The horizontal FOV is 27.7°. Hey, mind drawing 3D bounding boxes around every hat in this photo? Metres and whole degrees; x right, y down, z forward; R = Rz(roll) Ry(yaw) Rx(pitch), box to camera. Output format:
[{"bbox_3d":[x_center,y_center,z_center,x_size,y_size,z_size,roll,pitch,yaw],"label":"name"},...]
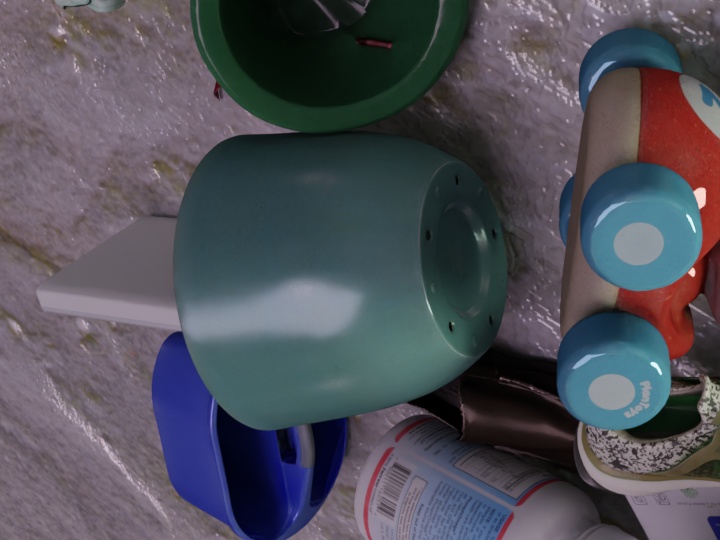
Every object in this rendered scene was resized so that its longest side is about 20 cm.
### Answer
[{"bbox_3d":[-0.032,-0.193,0.980,0.198,0.176,0.167,-13,111,5],"label":"hat"}]

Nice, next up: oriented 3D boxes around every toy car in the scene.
[{"bbox_3d":[0.213,-0.020,0.805,0.197,0.185,0.178,6,125,4],"label":"toy car"}]

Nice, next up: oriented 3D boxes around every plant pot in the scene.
[{"bbox_3d":[0.000,0.000,0.957,0.159,0.201,0.202,-6,113,31],"label":"plant pot"}]

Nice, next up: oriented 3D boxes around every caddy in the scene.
[{"bbox_3d":[-0.076,0.115,1.134,0.104,0.141,0.202,18,128,38],"label":"caddy"}]

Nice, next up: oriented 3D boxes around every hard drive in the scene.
[{"bbox_3d":[-0.135,0.001,1.114,0.198,0.132,0.027,6,121,38],"label":"hard drive"}]

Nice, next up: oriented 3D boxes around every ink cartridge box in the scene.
[{"bbox_3d":[0.251,0.194,0.963,0.099,0.039,0.201,-7,120,44],"label":"ink cartridge box"}]

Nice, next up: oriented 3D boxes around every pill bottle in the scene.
[{"bbox_3d":[0.098,0.186,1.033,0.199,0.108,0.110,24,132,40],"label":"pill bottle"}]

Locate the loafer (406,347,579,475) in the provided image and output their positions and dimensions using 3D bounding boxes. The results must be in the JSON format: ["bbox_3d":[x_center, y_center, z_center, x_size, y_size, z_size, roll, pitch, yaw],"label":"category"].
[{"bbox_3d":[0.096,0.101,1.023,0.198,0.071,0.074,19,128,32],"label":"loafer"}]

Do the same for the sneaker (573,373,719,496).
[{"bbox_3d":[0.219,0.089,0.849,0.198,0.078,0.089,-9,155,13],"label":"sneaker"}]

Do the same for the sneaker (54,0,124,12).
[{"bbox_3d":[-0.173,-0.250,1.020,0.200,0.073,0.119,-14,101,56],"label":"sneaker"}]
